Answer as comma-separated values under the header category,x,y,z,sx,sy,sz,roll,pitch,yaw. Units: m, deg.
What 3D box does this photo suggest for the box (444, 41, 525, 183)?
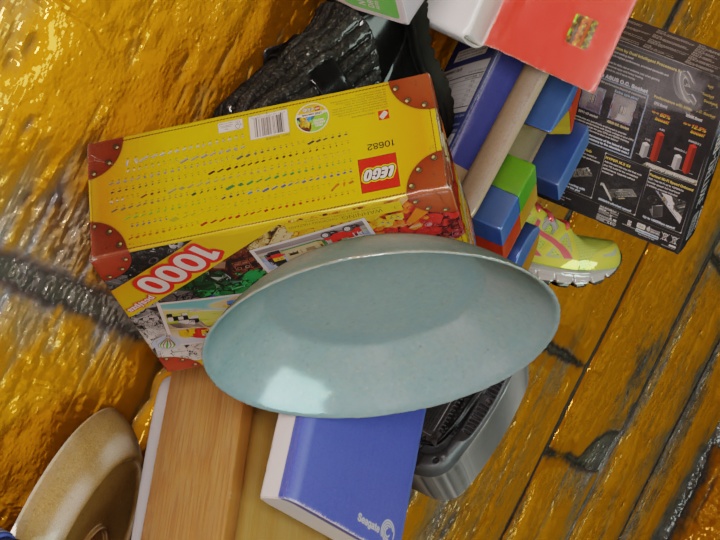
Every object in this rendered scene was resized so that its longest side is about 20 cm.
category,x,y,z,sx,sy,sz,roll,pitch,yaw
box,0.092,-0.151,1.213,0.201,0.032,0.121,-66,-166,-5

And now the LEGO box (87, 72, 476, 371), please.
category,x,y,z,sx,sy,sz,roll,pitch,yaw
LEGO box,-0.039,-0.023,0.951,0.149,0.198,0.078,66,14,-60

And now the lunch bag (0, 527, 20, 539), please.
category,x,y,z,sx,sy,sz,roll,pitch,yaw
lunch bag,-0.239,0.219,0.866,0.136,0.132,0.201,-34,143,-49

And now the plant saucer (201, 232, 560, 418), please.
category,x,y,z,sx,sy,sz,roll,pitch,yaw
plant saucer,0.010,0.024,0.926,0.201,0.199,0.039,68,13,-60

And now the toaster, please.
category,x,y,z,sx,sy,sz,roll,pitch,yaw
toaster,0.070,0.114,1.439,0.201,0.113,0.129,-59,159,-14

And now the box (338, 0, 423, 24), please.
category,x,y,z,sx,sy,sz,roll,pitch,yaw
box,0.016,-0.274,0.934,0.177,0.096,0.200,-58,158,-19

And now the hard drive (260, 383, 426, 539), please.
category,x,y,z,sx,sy,sz,roll,pitch,yaw
hard drive,0.002,0.069,1.066,0.132,0.025,0.201,38,57,-48

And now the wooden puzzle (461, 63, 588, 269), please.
category,x,y,z,sx,sy,sz,roll,pitch,yaw
wooden puzzle,0.117,-0.065,1.183,0.186,0.046,0.200,-62,167,-18

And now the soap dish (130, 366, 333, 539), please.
category,x,y,z,sx,sy,sz,roll,pitch,yaw
soap dish,-0.068,0.163,1.062,0.157,0.081,0.201,42,40,-38

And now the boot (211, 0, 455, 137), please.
category,x,y,z,sx,sy,sz,roll,pitch,yaw
boot,-0.019,-0.091,1.073,0.158,0.079,0.212,-55,153,-20

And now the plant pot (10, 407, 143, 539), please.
category,x,y,z,sx,sy,sz,roll,pitch,yaw
plant pot,-0.180,0.183,1.026,0.200,0.027,0.201,21,90,-81

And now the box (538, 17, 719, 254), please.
category,x,y,z,sx,sy,sz,roll,pitch,yaw
box,0.186,-0.122,1.317,0.050,0.199,0.159,-44,151,-51

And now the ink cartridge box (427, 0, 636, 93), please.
category,x,y,z,sx,sy,sz,roll,pitch,yaw
ink cartridge box,0.110,-0.237,1.069,0.201,0.173,0.043,-66,157,5

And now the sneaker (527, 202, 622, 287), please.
category,x,y,z,sx,sy,sz,roll,pitch,yaw
sneaker,0.119,-0.040,1.317,0.078,0.198,0.091,-160,-99,-73
